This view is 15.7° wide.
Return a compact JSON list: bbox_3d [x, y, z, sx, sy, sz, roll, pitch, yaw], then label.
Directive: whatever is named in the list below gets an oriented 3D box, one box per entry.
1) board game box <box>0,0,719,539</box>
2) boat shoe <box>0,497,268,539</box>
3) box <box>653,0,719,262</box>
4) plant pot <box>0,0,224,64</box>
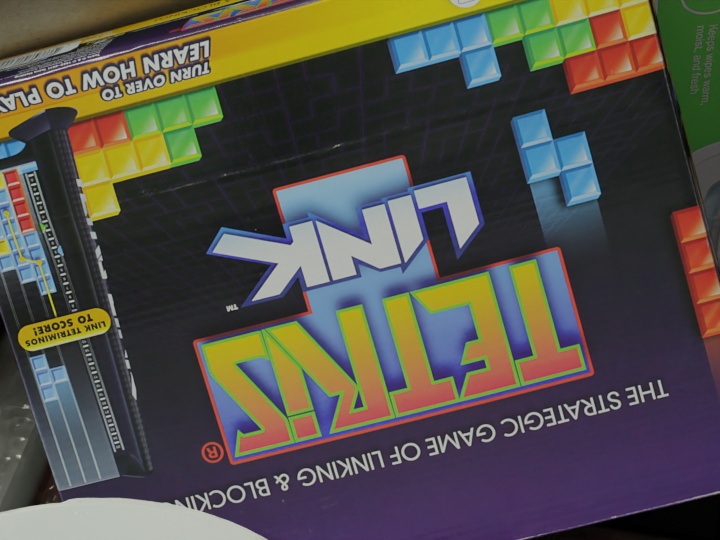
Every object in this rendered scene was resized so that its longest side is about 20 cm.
[{"bbox_3d":[0.000,0.000,0.736,0.199,0.166,0.057,-15,12,9],"label":"board game box"},{"bbox_3d":[-0.111,0.113,0.724,0.199,0.064,0.071,-6,49,1],"label":"boat shoe"},{"bbox_3d":[0.107,-0.100,0.851,0.096,0.201,0.177,-9,46,-9],"label":"box"},{"bbox_3d":[-0.101,-0.124,0.829,0.176,0.200,0.201,-2,63,1],"label":"plant pot"}]
